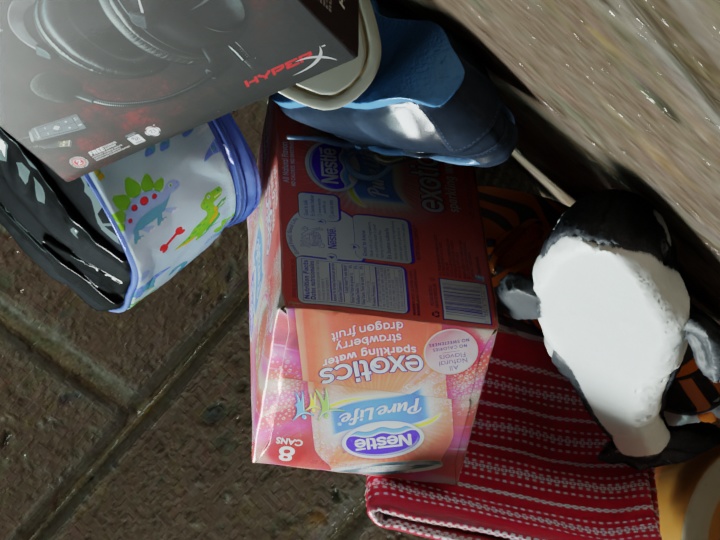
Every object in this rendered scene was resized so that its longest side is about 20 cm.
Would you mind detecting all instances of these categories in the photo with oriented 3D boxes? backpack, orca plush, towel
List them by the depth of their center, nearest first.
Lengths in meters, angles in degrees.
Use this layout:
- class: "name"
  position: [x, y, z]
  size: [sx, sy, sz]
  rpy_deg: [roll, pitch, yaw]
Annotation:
- class: "orca plush"
  position: [0.129, 0.015, 1.103]
  size: [0.105, 0.071, 0.200]
  rpy_deg: [6, 148, 34]
- class: "backpack"
  position: [-0.129, -0.094, 1.199]
  size: [0.200, 0.147, 0.183]
  rpy_deg: [54, 165, 2]
- class: "towel"
  position: [0.076, 0.081, 1.204]
  size: [0.144, 0.023, 0.200]
  rpy_deg: [12, -155, -3]

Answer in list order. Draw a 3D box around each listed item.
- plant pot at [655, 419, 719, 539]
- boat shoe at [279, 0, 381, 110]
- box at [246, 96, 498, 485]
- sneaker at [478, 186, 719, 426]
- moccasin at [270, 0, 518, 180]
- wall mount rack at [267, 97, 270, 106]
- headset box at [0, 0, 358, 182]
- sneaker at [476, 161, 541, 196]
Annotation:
- class: "plant pot"
  position: [0.202, 0.158, 1.239]
  size: [0.200, 0.200, 0.183]
  rpy_deg: [42, 164, 9]
- class: "boat shoe"
  position: [-0.065, -0.148, 1.066]
  size: [0.200, 0.075, 0.062]
  rpy_deg: [43, 178, 5]
- class: "box"
  position: [0.000, 0.000, 1.179]
  size: [0.102, 0.095, 0.200]
  rpy_deg: [7, -145, -9]
- class: "sneaker"
  position: [0.102, -0.005, 1.224]
  size: [0.200, 0.078, 0.112]
  rpy_deg: [30, 168, 33]
- class: "moccasin"
  position: [0.011, -0.074, 1.126]
  size: [0.068, 0.081, 0.200]
  rpy_deg: [42, 180, -21]
- class: "wall mount rack"
  position: [-0.007, -0.091, 1.545]
  size: [0.200, 0.075, 0.174]
  rpy_deg: [43, 180, -13]
- class: "headset box"
  position: [-0.114, -0.137, 0.944]
  size: [0.200, 0.148, 0.078]
  rpy_deg: [42, -143, -44]
- class: "sneaker"
  position: [0.009, -0.066, 1.367]
  size: [0.200, 0.071, 0.075]
  rpy_deg: [41, 151, -12]
